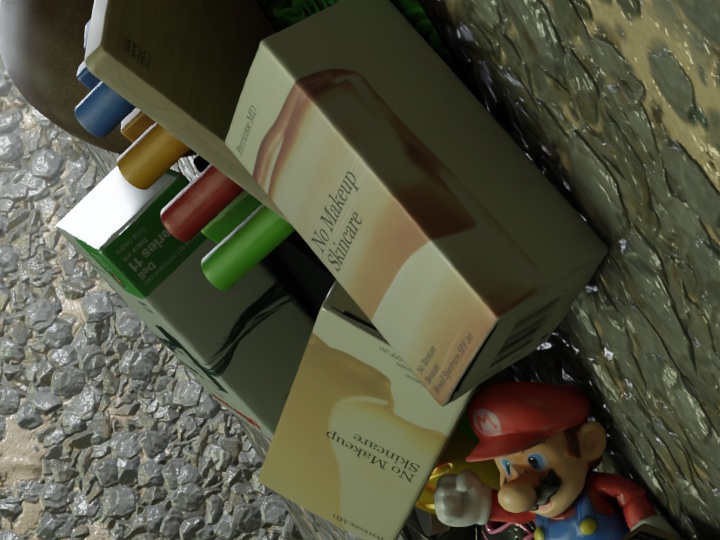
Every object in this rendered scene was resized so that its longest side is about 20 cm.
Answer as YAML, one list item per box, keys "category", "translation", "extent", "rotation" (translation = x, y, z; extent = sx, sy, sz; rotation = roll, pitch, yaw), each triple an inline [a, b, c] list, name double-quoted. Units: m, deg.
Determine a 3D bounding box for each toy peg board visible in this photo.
- category: "toy peg board"
  translation: [-0.105, -0.098, 1.193]
  extent: [0.199, 0.098, 0.200]
  rotation: [36, -153, -25]

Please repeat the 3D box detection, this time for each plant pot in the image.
- category: "plant pot"
  translation: [-0.151, -0.154, 1.367]
  extent: [0.187, 0.187, 0.200]
  rotation: [66, 172, -28]

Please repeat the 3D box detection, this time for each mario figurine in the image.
- category: "mario figurine"
  translation: [0.121, 0.159, 1.175]
  extent: [0.200, 0.123, 0.106]
  rotation: [59, -177, -16]

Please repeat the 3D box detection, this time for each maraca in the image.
- category: "maraca"
  translation: [0.058, 0.107, 1.310]
  extent: [0.137, 0.107, 0.200]
  rotation: [21, 164, 21]

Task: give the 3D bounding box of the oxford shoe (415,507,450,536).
- category: "oxford shoe"
  translation: [0.063, 0.116, 1.470]
  extent: [0.071, 0.071, 0.200]
  rotation: [91, 167, -48]

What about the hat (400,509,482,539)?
- category: "hat"
  translation: [0.077, 0.212, 1.608]
  extent: [0.201, 0.081, 0.201]
  rotation: [57, 170, 16]

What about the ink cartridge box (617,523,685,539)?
- category: "ink cartridge box"
  translation: [0.212, 0.255, 1.068]
  extent: [0.200, 0.075, 0.165]
  rotation: [64, 161, -18]

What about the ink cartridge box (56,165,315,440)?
- category: "ink cartridge box"
  translation: [-0.113, 0.020, 1.390]
  extent: [0.200, 0.083, 0.147]
  rotation: [49, 170, -20]

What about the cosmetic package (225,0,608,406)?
- category: "cosmetic package"
  translation: [0.026, -0.041, 1.035]
  extent: [0.200, 0.087, 0.103]
  rotation: [50, 148, 18]

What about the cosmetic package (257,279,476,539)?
- category: "cosmetic package"
  translation: [0.012, 0.078, 1.178]
  extent: [0.105, 0.071, 0.200]
  rotation: [26, 141, 6]

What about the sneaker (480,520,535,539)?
- category: "sneaker"
  translation: [0.136, 0.215, 1.398]
  extent: [0.200, 0.079, 0.096]
  rotation: [-144, 37, -62]

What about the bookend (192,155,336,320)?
- category: "bookend"
  translation: [0.000, 0.000, 1.372]
  extent: [0.200, 0.092, 0.199]
  rotation: [39, 164, 47]

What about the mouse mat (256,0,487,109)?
- category: "mouse mat"
  translation: [-0.013, -0.152, 1.111]
  extent: [0.161, 0.008, 0.200]
  rotation: [57, 159, -20]
